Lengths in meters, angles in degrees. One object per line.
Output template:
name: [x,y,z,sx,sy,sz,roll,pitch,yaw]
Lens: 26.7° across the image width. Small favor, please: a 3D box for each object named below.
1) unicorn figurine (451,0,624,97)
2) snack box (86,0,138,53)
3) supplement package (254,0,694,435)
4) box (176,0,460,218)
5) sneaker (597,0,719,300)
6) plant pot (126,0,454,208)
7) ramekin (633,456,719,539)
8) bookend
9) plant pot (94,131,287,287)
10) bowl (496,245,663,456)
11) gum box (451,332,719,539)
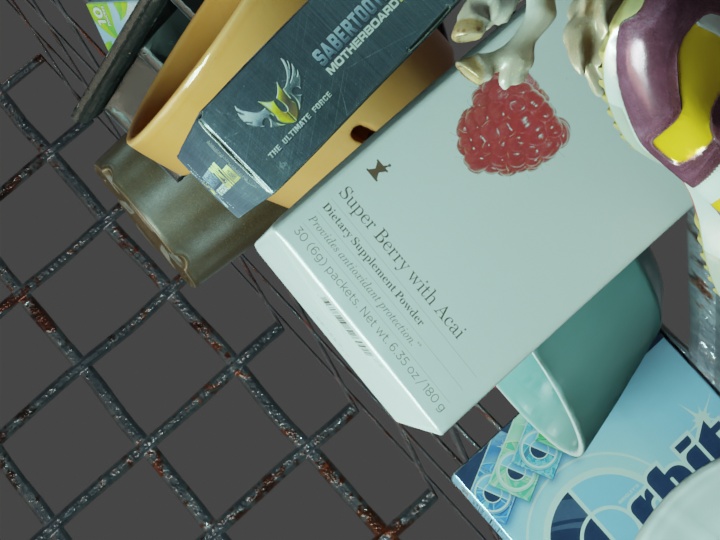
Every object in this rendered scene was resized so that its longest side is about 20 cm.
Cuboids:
unicorn figurine: [0.039,-0.168,0.610,0.199,0.138,0.074,35,174,-20]
snack box: [-0.118,-0.170,1.241,0.198,0.053,0.144,7,129,41]
supplement package: [0.063,-0.035,0.728,0.122,0.200,0.120,49,172,-3]
box: [0.000,-0.115,0.713,0.051,0.200,0.158,44,173,-5]
sneaker: [0.171,-0.043,0.618,0.090,0.075,0.200,26,163,49]
plant pot: [-0.035,-0.123,0.952,0.139,0.201,0.200,35,175,-15]
ramekin: [0.243,0.197,0.845,0.203,0.202,0.094,47,-177,15]
bookend: [-0.092,-0.120,1.143,0.199,0.092,0.200,45,143,-3]
plant pot: [-0.129,-0.102,1.429,0.201,0.198,0.200,47,172,9]
bowl: [0.112,0.003,0.935,0.202,0.105,0.201,53,173,10]
gum box: [0.187,0.156,1.005,0.200,0.170,0.045,47,172,11]
